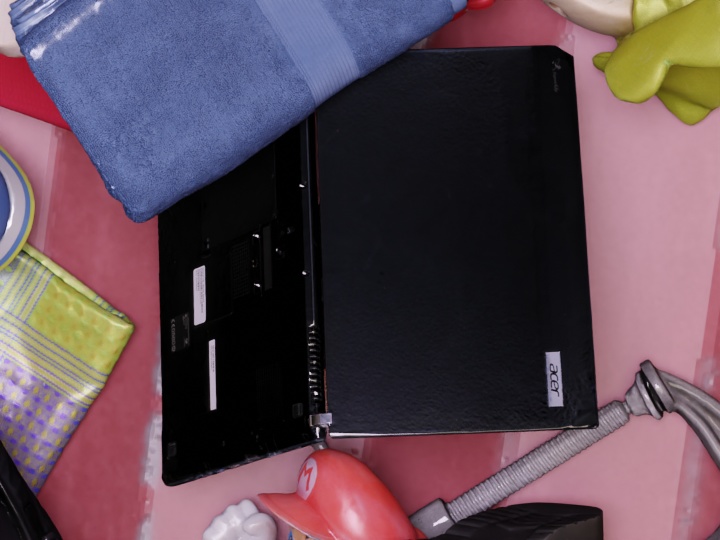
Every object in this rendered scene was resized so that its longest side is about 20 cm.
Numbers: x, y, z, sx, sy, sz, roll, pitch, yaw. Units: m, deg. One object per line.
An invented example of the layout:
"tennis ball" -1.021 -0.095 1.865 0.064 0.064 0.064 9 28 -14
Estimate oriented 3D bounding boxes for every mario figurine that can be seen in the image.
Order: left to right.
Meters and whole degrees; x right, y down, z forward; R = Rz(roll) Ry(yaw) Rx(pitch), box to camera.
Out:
"mario figurine" -0.040 0.179 1.108 0.123 0.106 0.201 17 101 19

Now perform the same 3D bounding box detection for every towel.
"towel" -0.217 0.071 1.156 0.143 0.023 0.200 35 93 1
"towel" -0.046 -0.115 1.020 0.200 0.049 0.112 -35 114 -10

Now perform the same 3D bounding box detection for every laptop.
"laptop" 0.000 0.000 1.084 0.103 0.200 0.178 10 70 -36

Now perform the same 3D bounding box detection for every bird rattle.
"bird rattle" 0.114 -0.162 1.116 0.200 0.113 0.163 33 82 13

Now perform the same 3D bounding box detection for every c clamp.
"c clamp" 0.098 0.113 1.143 0.199 0.027 0.172 -26 91 4

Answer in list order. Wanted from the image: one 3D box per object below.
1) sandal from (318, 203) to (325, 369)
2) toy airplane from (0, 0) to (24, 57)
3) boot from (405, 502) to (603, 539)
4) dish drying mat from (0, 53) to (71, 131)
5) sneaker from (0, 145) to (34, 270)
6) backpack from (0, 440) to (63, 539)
"sandal" 0.024 -0.016 1.127 0.200 0.055 0.082 -44 48 -2
"toy airplane" -0.130 -0.214 1.077 0.199 0.141 0.200 -34 67 -13
"boot" 0.047 0.189 1.054 0.077 0.199 0.139 3 98 45
"dish drying mat" -0.139 -0.107 1.112 0.199 0.018 0.077 20 94 23
"sneaker" -0.241 -0.075 1.107 0.200 0.082 0.074 39 107 19
"backpack" -0.240 0.068 1.073 0.153 0.163 0.201 -21 85 17
